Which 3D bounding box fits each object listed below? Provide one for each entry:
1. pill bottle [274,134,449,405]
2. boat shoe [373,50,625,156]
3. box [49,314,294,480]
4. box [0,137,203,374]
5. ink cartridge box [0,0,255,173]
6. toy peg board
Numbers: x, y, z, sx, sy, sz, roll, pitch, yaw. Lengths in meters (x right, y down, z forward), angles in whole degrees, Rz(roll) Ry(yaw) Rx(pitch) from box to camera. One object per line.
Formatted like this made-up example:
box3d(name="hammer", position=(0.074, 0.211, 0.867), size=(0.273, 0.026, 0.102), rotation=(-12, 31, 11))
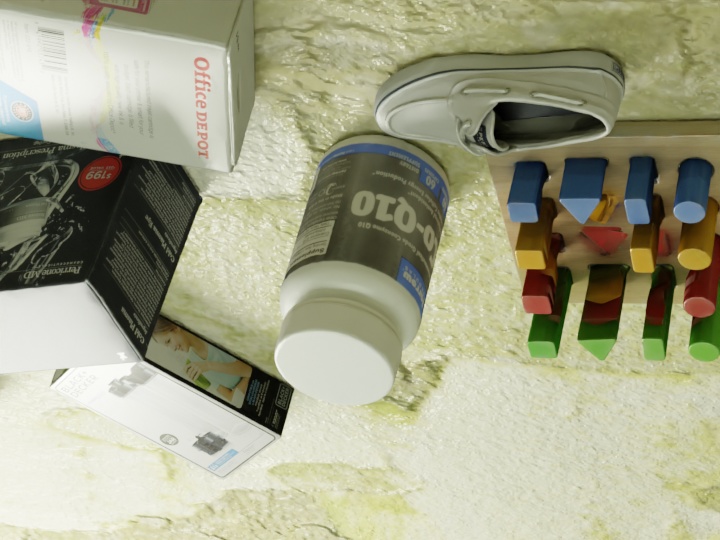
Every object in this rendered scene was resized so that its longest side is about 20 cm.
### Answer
box3d(name="pill bottle", position=(0.000, 0.000, 1.564), size=(0.114, 0.200, 0.114), rotation=(9, 142, 7))
box3d(name="boat shoe", position=(0.098, -0.121, 1.493), size=(0.200, 0.065, 0.074), rotation=(-8, 137, 26))
box3d(name="box", position=(-0.179, 0.112, 1.872), size=(0.200, 0.060, 0.117), rotation=(32, 139, -20))
box3d(name="box", position=(-0.259, -0.017, 1.643), size=(0.200, 0.182, 0.104), rotation=(-7, 137, 24))
box3d(name="ink cartridge box", position=(-0.183, -0.165, 1.516), size=(0.200, 0.085, 0.145), rotation=(11, 142, 6))
box3d(name="toy peg board", position=(0.206, -0.014, 1.564), size=(0.200, 0.098, 0.199), rotation=(0, 140, 18))
